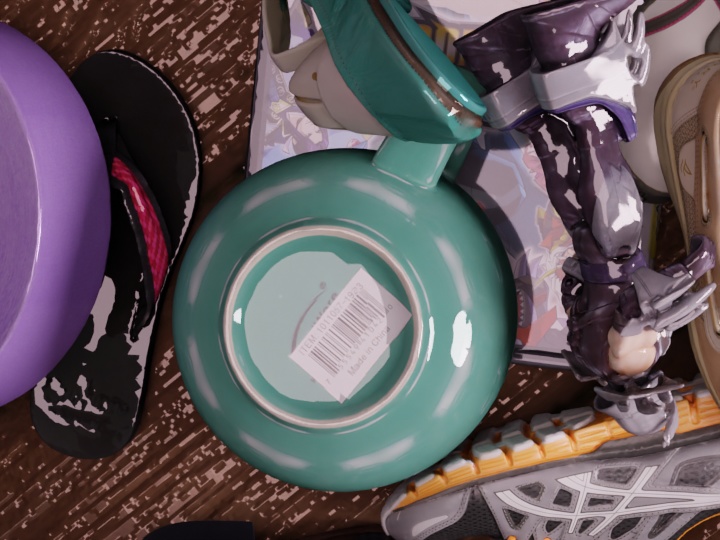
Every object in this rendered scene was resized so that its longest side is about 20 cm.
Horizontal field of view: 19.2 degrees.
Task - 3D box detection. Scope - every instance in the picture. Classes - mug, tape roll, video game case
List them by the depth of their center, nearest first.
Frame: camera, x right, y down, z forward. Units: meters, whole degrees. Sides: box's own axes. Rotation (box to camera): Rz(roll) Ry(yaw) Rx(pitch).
[{"bbox_3d":[-0.009,0.006,0.950,0.151,0.114,0.186,-7,91,9],"label":"mug"},{"bbox_3d":[-0.219,-0.027,1.005,0.199,0.066,0.201,1,91,25],"label":"tape roll"},{"bbox_3d":[0.044,-0.050,1.010,0.199,0.026,0.182,7,94,8],"label":"video game case"}]

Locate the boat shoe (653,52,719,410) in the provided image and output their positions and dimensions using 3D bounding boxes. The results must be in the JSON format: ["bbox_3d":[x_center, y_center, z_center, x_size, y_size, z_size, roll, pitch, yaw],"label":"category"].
[{"bbox_3d":[0.176,0.007,0.910,0.071,0.065,0.201,-22,104,-4],"label":"boat shoe"}]

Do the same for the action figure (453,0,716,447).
[{"bbox_3d":[0.106,-0.017,0.909,0.069,0.130,0.201,-19,100,-17],"label":"action figure"}]

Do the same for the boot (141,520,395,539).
[{"bbox_3d":[-0.012,0.179,1.021,0.199,0.075,0.097,8,119,-3],"label":"boot"}]

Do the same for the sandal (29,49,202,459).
[{"bbox_3d":[-0.122,-0.006,1.026,0.075,0.045,0.201,8,94,9],"label":"sandal"}]

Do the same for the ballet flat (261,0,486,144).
[{"bbox_3d":[-0.003,-0.099,0.927,0.070,0.200,0.067,-39,128,12],"label":"ballet flat"}]

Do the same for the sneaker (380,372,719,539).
[{"bbox_3d":[0.107,0.103,0.984,0.199,0.078,0.078,-14,95,8],"label":"sneaker"}]

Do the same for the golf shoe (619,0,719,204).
[{"bbox_3d":[0.179,-0.117,0.943,0.077,0.088,0.200,35,91,-11],"label":"golf shoe"}]
